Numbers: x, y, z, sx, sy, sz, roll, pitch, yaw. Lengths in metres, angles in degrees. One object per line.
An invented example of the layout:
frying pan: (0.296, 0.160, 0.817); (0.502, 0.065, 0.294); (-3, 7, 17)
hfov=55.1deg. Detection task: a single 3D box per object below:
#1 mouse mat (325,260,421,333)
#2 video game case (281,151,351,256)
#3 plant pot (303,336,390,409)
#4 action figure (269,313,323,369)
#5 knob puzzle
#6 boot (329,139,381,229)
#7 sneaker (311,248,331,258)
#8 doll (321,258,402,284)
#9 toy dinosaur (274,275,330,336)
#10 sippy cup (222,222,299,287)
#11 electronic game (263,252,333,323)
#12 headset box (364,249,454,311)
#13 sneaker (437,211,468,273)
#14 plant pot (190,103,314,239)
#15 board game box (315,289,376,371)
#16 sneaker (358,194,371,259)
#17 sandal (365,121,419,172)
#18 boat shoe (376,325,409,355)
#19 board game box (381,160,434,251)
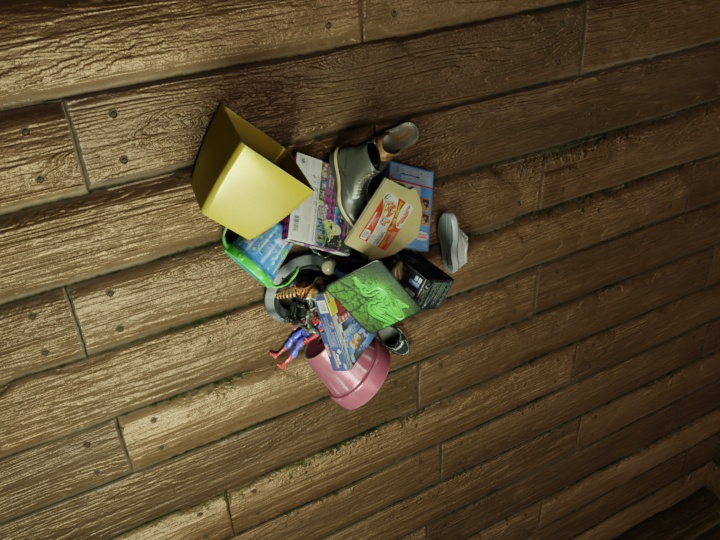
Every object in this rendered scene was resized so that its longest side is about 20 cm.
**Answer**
mouse mat: (0.032, 0.067, 1.628); (0.159, 0.008, 0.200); (-27, 128, 24)
video game case: (-0.092, -0.151, 1.603); (0.178, 0.035, 0.206); (12, 78, -37)
plant pot: (-0.047, 0.235, 1.830); (0.178, 0.200, 0.201); (41, 93, -24)
action figure: (-0.149, 0.168, 1.798); (0.199, 0.066, 0.052); (-42, 144, -1)
knob puzzle: (0.068, -0.115, 1.631); (0.216, 0.030, 0.224); (-22, 133, -25)
boot: (0.006, -0.191, 1.576); (0.077, 0.137, 0.204); (-30, 106, -39)
sneaker: (-0.112, -0.116, 1.645); (0.071, 0.080, 0.202); (-32, 128, -10)
doll: (0.000, 0.000, 1.655); (0.195, 0.136, 0.050); (4, 108, 16)
toy dinosaur: (-0.132, 0.074, 1.702); (0.196, 0.102, 0.139); (15, 97, -25)
sippy cup: (-0.223, -0.054, 1.591); (0.131, 0.139, 0.178); (-50, 140, -9)
electronic game: (-0.154, 0.046, 1.739); (0.196, 0.042, 0.204); (-22, 132, -25)
headset box: (0.126, 0.015, 1.770); (0.198, 0.173, 0.094); (3, 120, -60)
sneaker: (0.259, -0.088, 1.903); (0.070, 0.073, 0.203); (-32, 138, -22)
plant pot: (-0.247, -0.191, 1.456); (0.198, 0.201, 0.177); (31, 106, -39)
board game box: (-0.020, 0.112, 1.721); (0.199, 0.061, 0.205); (-33, 109, -47)
sneaker: (0.031, -0.131, 1.741); (0.104, 0.075, 0.204); (-31, 135, -29)
sandal: (0.065, -0.291, 1.650); (0.198, 0.054, 0.083); (-33, 98, -12)
boat shoe: (0.087, 0.194, 1.958); (0.076, 0.060, 0.199); (-48, 130, 2)
board game box: (0.114, -0.158, 1.729); (0.148, 0.036, 0.206); (7, 84, -36)
